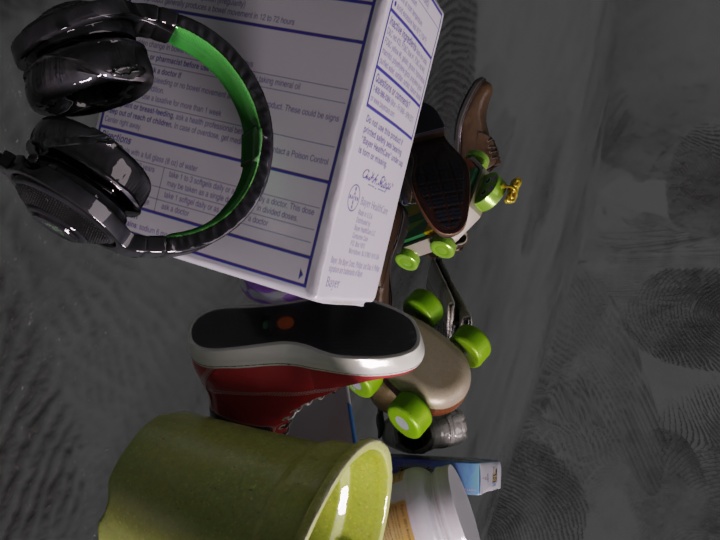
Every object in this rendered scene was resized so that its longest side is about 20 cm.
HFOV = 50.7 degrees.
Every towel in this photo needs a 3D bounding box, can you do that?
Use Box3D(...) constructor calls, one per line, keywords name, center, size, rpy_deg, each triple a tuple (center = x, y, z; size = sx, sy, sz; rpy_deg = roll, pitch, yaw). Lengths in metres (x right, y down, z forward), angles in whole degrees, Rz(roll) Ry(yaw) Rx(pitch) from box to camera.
Box3D(name="towel", center=(0.122, 0.106, 1.174), size=(0.201, 0.034, 0.197), rpy_deg=(-108, -158, -64))

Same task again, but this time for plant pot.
Box3D(name="plant pot", center=(-0.095, 0.201, 0.599), size=(0.201, 0.181, 0.204), rpy_deg=(-47, 146, -48))

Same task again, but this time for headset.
Box3D(name="headset", center=(-0.133, -0.074, 0.362), size=(0.196, 0.094, 0.127), rpy_deg=(4, 83, -25))

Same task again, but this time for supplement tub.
Box3D(name="supplement tub", center=(0.041, 0.336, 0.957), size=(0.145, 0.196, 0.147), rpy_deg=(-21, 90, -79))

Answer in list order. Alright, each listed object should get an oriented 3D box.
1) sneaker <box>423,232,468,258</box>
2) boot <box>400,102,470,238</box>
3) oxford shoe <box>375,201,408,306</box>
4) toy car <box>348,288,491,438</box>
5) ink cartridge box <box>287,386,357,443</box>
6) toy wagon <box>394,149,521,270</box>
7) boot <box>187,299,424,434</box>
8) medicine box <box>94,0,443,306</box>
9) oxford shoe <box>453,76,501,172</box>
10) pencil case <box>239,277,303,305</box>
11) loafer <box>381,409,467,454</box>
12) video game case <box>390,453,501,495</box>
Box3D(name="sneaker", center=(0.131, -0.046, 1.149), size=(0.199, 0.074, 0.072), rpy_deg=(-6, 109, -67))
Box3D(name="boot", center=(0.088, -0.102, 0.926), size=(0.098, 0.073, 0.203), rpy_deg=(88, -7, -55))
Box3D(name="oxford shoe", center=(0.000, 0.000, 0.850), size=(0.084, 0.071, 0.204), rpy_deg=(48, 48, -63))
Box3D(name="toy car", center=(0.066, 0.159, 1.048), size=(0.164, 0.157, 0.202), rpy_deg=(-42, 158, -29))
Box3D(name="ink cartridge box", center=(-0.041, 0.215, 0.798), size=(0.147, 0.082, 0.203), rpy_deg=(-103, -174, -49))
Box3D(name="toy wagon", center=(0.117, -0.085, 0.958), size=(0.039, 0.198, 0.157), rpy_deg=(38, 58, -23))
Box3D(name="boot", center=(-0.042, 0.099, 0.665), size=(0.073, 0.195, 0.146), rpy_deg=(-88, 175, -50))
Box3D(name="medicine box", center=(-0.062, -0.099, 0.488), size=(0.103, 0.179, 0.205), rpy_deg=(10, 95, -69))
Box3D(name="oxford shoe", center=(0.186, -0.195, 1.183), size=(0.072, 0.083, 0.205), rpy_deg=(-14, 115, -63))
Box3D(name="pencil case", center=(-0.068, -0.064, 0.630), size=(0.084, 0.084, 0.204), rpy_deg=(-35, 136, -39))
Box3D(name="loafer", center=(0.078, 0.234, 1.116), size=(0.068, 0.199, 0.072), rpy_deg=(-5, 77, -29))
Box3D(name="video game case", center=(0.095, 0.295, 1.113), size=(0.181, 0.195, 0.047), rpy_deg=(31, 59, -68))
